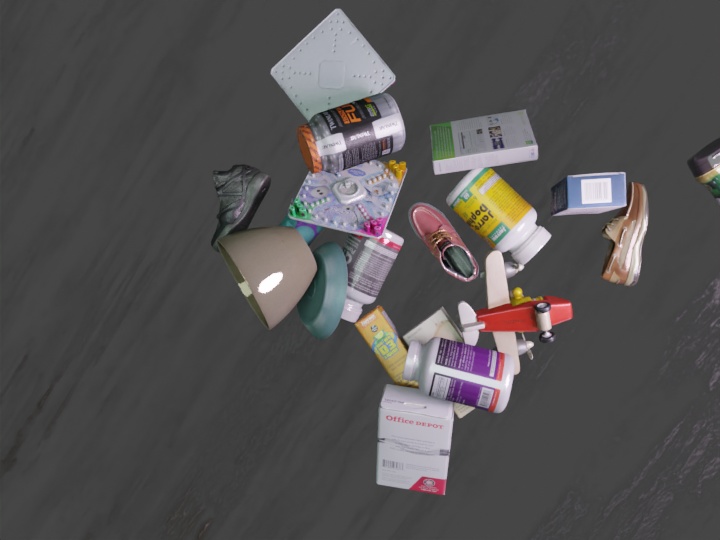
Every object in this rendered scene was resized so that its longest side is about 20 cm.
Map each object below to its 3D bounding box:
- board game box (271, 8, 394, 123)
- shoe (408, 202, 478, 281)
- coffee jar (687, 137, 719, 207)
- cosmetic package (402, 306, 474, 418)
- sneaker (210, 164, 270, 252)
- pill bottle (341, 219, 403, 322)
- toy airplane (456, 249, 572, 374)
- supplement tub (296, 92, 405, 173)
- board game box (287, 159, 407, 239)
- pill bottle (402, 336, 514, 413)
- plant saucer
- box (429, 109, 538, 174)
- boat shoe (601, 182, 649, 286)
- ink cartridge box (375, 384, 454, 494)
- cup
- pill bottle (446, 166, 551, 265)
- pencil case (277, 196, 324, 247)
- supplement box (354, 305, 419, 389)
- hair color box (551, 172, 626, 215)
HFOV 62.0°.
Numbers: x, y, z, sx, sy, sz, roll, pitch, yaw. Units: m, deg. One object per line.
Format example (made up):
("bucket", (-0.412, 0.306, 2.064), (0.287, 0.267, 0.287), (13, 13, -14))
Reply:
("board game box", (-0.059, -0.415, 1.281), (0.200, 0.026, 0.201), (-40, 84, 8))
("shoe", (0.169, -0.060, 1.219), (0.071, 0.091, 0.201), (-39, 84, 8))
("coffee jar", (0.713, -0.155, 1.123), (0.104, 0.085, 0.201), (-34, 86, 12))
("cosmetic package", (0.185, 0.186, 1.231), (0.103, 0.073, 0.201), (-37, 86, 9))
("sneaker", (-0.289, -0.144, 1.310), (0.113, 0.076, 0.201), (29, 93, 10))
("pill bottle", (0.000, 0.000, 1.241), (0.110, 0.111, 0.202), (27, 95, 9))
("toy airplane", (0.285, 0.084, 1.179), (0.198, 0.141, 0.201), (35, 119, 4))
("supplement tub", (-0.020, -0.272, 1.206), (0.198, 0.123, 0.124), (-22, 87, -13))
("board game box", (-0.024, -0.168, 1.223), (0.198, 0.026, 0.201), (14, 56, 12))
("pill bottle", (0.184, 0.193, 1.137), (0.198, 0.112, 0.114), (13, 93, 9))
("plant saucer", (-0.087, 0.039, 1.223), (0.036, 0.199, 0.202), (9, 93, -28))
("box", (0.239, -0.256, 1.186), (0.197, 0.145, 0.037), (-6, 132, 10))
("boat shoe", (0.512, -0.071, 1.168), (0.073, 0.076, 0.203), (7, 91, 13))
("ink cartridge box", (0.109, 0.339, 1.204), (0.143, 0.084, 0.202), (7, 117, 10))
("cup", (-0.170, -0.008, 1.169), (0.142, 0.200, 0.201), (-32, 85, -15))
("pill bottle", (0.276, -0.108, 1.189), (0.200, 0.113, 0.113), (45, 98, 6))
("pencil case", (-0.162, -0.064, 1.282), (0.092, 0.085, 0.200), (43, 98, 6))
("supplement box", (0.070, 0.173, 1.254), (0.066, 0.069, 0.201), (-37, 83, 8))
("hair color box", (0.419, -0.139, 1.118), (0.099, 0.200, 0.061), (-2, 91, 10))
